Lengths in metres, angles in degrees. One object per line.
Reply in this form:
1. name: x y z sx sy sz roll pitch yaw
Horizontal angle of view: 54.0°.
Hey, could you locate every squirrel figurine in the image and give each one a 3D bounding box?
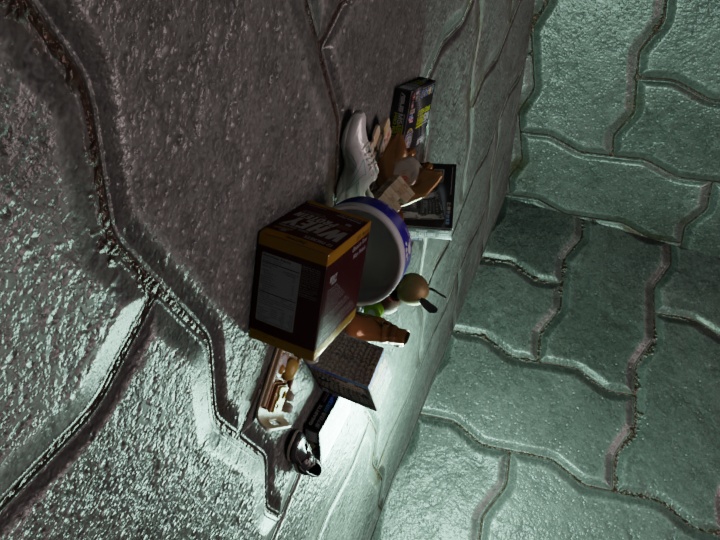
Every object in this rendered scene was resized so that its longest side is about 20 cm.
1. squirrel figurine: 0.077 -0.186 1.614 0.202 0.140 0.187 -56 -175 -2

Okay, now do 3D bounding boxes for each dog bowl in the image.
1. dog bowl: -0.001 -0.039 1.383 0.079 0.196 0.204 -43 147 -62

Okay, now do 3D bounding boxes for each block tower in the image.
1. block tower: 0.024 -0.110 1.483 0.200 0.058 0.054 -45 -164 -4

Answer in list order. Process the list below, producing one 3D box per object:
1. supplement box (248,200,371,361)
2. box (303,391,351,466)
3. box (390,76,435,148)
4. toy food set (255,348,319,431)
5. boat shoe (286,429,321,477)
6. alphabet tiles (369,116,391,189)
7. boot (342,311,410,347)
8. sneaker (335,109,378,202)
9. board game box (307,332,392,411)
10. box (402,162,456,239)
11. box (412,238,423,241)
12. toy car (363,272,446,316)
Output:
1. supplement box: -0.088 0.012 1.263 0.197 0.130 0.204 -43 147 -60
2. box: -0.081 0.379 1.814 0.161 0.045 0.201 91 22 -44
3. box: 0.124 -0.378 1.729 0.200 0.043 0.163 -43 146 -60
4. toy food set: -0.139 0.224 1.437 0.143 0.059 0.204 29 78 -74
5. boat shoe: -0.129 0.441 1.687 0.202 0.062 0.073 83 30 -55
6. alphabet tiles: 0.029 -0.234 1.571 0.196 0.014 0.204 65 45 -77
7. boot: 0.037 0.166 1.794 0.200 0.152 0.078 -11 118 -72
8. sneaker: 0.002 -0.223 1.424 0.070 0.079 0.204 -47 149 -52
9. board game box: -0.022 0.234 1.665 0.201 0.157 0.098 73 39 -62
10. box: 0.158 -0.177 1.763 0.050 0.154 0.203 83 14 -58
11. box: 0.166 -0.169 2.076 0.200 0.048 0.164 -1 110 -73
12. toy car: 0.131 0.065 1.926 0.164 0.196 0.161 -48 151 -53
